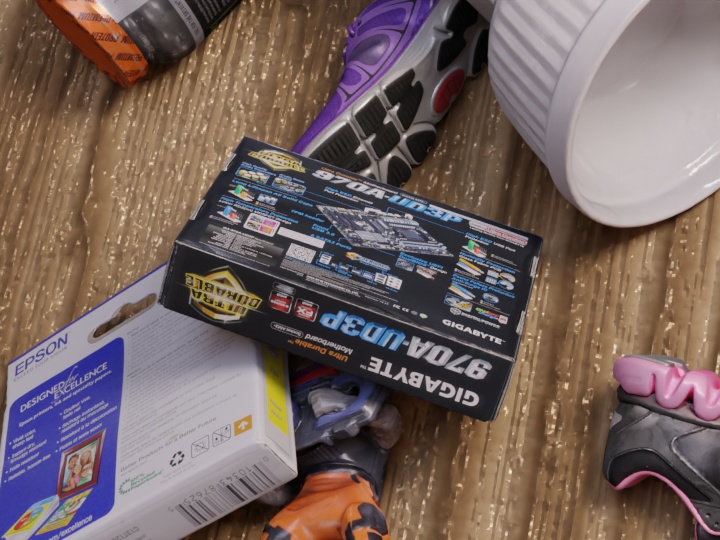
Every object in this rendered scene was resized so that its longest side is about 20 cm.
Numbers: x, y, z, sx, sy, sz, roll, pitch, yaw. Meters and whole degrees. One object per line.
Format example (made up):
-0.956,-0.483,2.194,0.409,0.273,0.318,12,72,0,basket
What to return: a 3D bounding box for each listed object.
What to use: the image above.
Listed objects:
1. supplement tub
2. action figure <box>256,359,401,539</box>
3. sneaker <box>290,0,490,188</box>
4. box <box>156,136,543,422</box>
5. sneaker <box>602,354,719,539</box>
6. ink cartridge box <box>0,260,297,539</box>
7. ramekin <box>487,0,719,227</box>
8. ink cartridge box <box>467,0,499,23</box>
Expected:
-0.120,-0.226,1.234,0.122,0.123,0.200,38,79,26,supplement tub
-0.038,0.137,1.086,0.199,0.104,0.195,-17,53,34,action figure
0.014,-0.120,1.192,0.083,0.081,0.200,21,63,36,sneaker
0.000,0.000,1.063,0.199,0.046,0.159,19,28,2,box
0.225,0.116,1.031,0.199,0.079,0.096,19,91,23,sneaker
-0.131,0.086,1.097,0.197,0.047,0.201,-31,33,18,ink cartridge box
0.168,-0.136,1.084,0.200,0.200,0.105,-39,54,-5,ramekin
0.117,-0.259,1.125,0.200,0.084,0.144,-43,59,2,ink cartridge box
